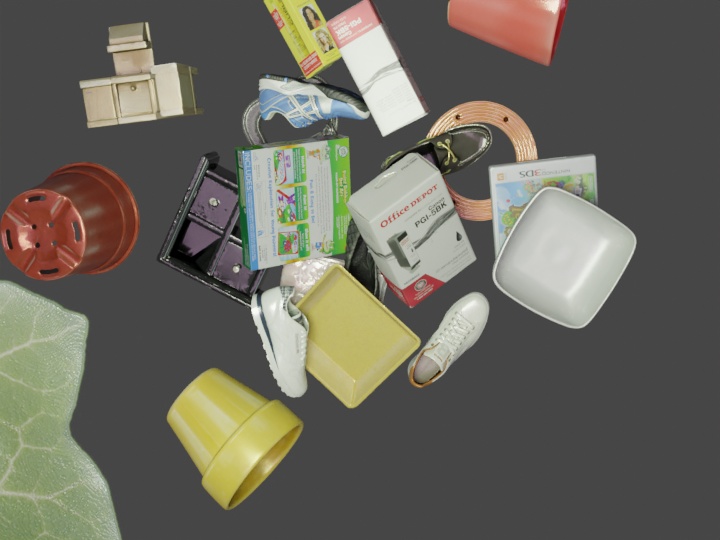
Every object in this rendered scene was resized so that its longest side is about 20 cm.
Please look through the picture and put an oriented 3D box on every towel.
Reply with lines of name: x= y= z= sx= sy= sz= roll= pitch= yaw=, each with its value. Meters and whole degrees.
towel: x=-0.058 y=0.079 z=1.690 sx=0.187 sy=0.032 sz=0.204 roll=11 pitch=101 yaw=3

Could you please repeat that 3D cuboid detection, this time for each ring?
ring: x=0.202 y=-0.186 z=1.623 sx=0.196 sy=0.019 sz=0.204 roll=1 pitch=101 yaw=4

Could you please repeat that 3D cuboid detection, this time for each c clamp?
c clamp: x=-0.117 y=-0.234 z=1.640 sx=0.198 sy=0.027 sz=0.173 roll=-32 pitch=90 yaw=10

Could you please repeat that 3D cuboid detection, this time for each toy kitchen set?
toy kitchen set: x=-0.380 y=-0.328 z=1.564 sx=0.196 sy=0.181 sz=0.166 roll=-7 pitch=99 yaw=2

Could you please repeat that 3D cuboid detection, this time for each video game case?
video game case: x=0.315 y=-0.088 z=1.617 sx=0.178 sy=0.022 sz=0.204 roll=-6 pitch=106 yaw=3

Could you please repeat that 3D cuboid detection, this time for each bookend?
bookend: x=-0.218 y=-0.067 z=1.645 sx=0.198 sy=0.092 sz=0.201 roll=28 pitch=102 yaw=-2

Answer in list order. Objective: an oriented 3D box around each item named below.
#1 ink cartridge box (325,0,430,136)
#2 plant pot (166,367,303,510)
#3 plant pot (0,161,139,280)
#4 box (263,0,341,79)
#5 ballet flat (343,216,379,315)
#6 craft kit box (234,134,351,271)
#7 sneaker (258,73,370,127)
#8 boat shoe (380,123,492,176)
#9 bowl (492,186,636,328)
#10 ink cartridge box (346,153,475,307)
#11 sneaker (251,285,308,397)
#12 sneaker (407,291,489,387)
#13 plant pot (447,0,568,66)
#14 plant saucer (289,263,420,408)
ink cartridge box: x=0.031 y=-0.327 z=1.545 sx=0.082 sy=0.147 sz=0.202 roll=-27 pitch=97 yaw=10
plant pot: x=-0.231 y=0.281 z=1.673 sx=0.188 sy=0.200 sz=0.202 roll=41 pitch=102 yaw=13
plant pot: x=-0.502 y=-0.074 z=1.616 sx=0.197 sy=0.195 sz=0.205 roll=1 pitch=101 yaw=5
box: x=-0.107 y=-0.425 z=1.571 sx=0.050 sy=0.075 sz=0.202 roll=-34 pitch=100 yaw=-29
ballet flat: x=0.000 y=0.000 z=1.624 sx=0.065 sy=0.057 sz=0.204 roll=-2 pitch=108 yaw=-1
craft kit box: x=-0.108 y=-0.116 z=1.591 sx=0.194 sy=0.048 sz=0.204 roll=-9 pitch=108 yaw=-25
sneaker: x=-0.078 y=-0.275 z=1.587 sx=0.197 sy=0.076 sz=0.078 roll=14 pitch=103 yaw=13
boat shoe: x=0.128 y=-0.188 z=1.588 sx=0.198 sy=0.061 sz=0.073 roll=-21 pitch=98 yaw=9
bowl: x=0.331 y=-0.027 z=1.584 sx=0.198 sy=0.075 sz=0.202 roll=28 pitch=104 yaw=-7
ink cartridge box: x=0.086 y=-0.064 z=1.553 sx=0.146 sy=0.083 sz=0.201 roll=-36 pitch=129 yaw=-8
sneaker: x=-0.119 y=0.123 z=1.607 sx=0.079 sy=0.077 sz=0.203 roll=-17 pitch=113 yaw=4
sneaker: x=0.157 y=0.128 z=1.654 sx=0.072 sy=0.085 sz=0.201 roll=37 pitch=100 yaw=-1
plant pot: x=0.237 y=-0.440 z=1.493 sx=0.174 sy=0.200 sz=0.204 roll=13 pitch=102 yaw=11
plant saucer: x=-0.022 y=0.106 z=1.632 sx=0.200 sy=0.049 sz=0.200 roll=42 pitch=119 yaw=-4
